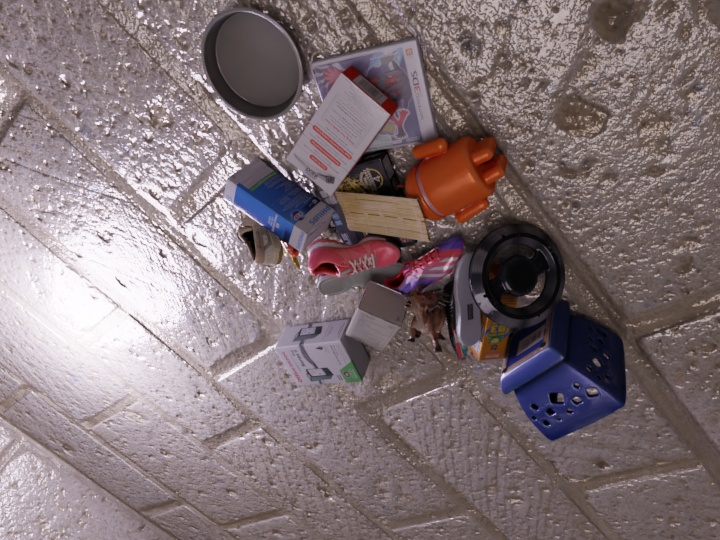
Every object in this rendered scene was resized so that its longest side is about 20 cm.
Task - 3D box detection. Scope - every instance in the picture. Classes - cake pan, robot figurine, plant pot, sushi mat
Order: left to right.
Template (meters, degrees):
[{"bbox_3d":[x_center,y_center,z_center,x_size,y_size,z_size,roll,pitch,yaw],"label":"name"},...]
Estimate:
[{"bbox_3d":[-0.192,-0.376,1.013,0.198,0.037,0.202,10,130,12],"label":"cake pan"},{"bbox_3d":[0.041,-0.105,1.060,0.199,0.012,0.096,11,134,37],"label":"sushi mat"},{"bbox_3d":[0.163,-0.166,1.007,0.199,0.118,0.143,-26,150,34],"label":"robot figurine"},{"bbox_3d":[0.413,0.198,1.163,0.179,0.200,0.200,39,130,-6],"label":"plant pot"}]

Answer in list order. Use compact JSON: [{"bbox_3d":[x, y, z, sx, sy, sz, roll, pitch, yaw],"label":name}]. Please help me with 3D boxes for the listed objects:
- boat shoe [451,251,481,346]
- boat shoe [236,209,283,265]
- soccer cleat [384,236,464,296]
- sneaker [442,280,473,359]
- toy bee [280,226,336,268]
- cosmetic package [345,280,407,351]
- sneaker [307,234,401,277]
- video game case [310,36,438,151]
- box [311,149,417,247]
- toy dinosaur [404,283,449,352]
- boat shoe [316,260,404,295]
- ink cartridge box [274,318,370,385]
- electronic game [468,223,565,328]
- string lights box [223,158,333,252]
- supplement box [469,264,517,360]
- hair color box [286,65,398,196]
[{"bbox_3d":[0.215,0.056,1.144,0.068,0.057,0.202,-5,108,-15],"label":"boat shoe"},{"bbox_3d":[-0.226,-0.087,1.166,0.064,0.201,0.073,-5,136,-32],"label":"boat shoe"},{"bbox_3d":[0.134,-0.007,1.164,0.076,0.067,0.200,28,128,-23],"label":"soccer cleat"},{"bbox_3d":[0.241,0.103,1.239,0.092,0.070,0.202,-14,118,-2],"label":"sneaker"},{"bbox_3d":[-0.154,-0.070,1.200,0.131,0.109,0.200,43,129,-14],"label":"toy bee"},{"bbox_3d":[0.036,0.107,1.250,0.103,0.074,0.200,24,155,0],"label":"cosmetic package"},{"bbox_3d":[-0.015,-0.016,1.136,0.198,0.087,0.074,-3,129,11],"label":"sneaker"},{"bbox_3d":[0.027,-0.306,1.003,0.198,0.023,0.183,-4,126,22],"label":"video game case"},{"bbox_3d":[0.014,-0.131,1.131,0.160,0.049,0.201,-8,123,29],"label":"box"},{"bbox_3d":[0.151,0.089,1.196,0.085,0.200,0.137,9,99,15],"label":"toy dinosaur"},{"bbox_3d":[0.000,0.000,1.229,0.198,0.061,0.076,-8,131,0],"label":"boat shoe"},{"bbox_3d":[-0.097,0.213,1.422,0.198,0.084,0.147,-10,123,27],"label":"ink cartridge box"},{"bbox_3d":[0.303,0.011,1.073,0.199,0.201,0.042,33,174,-9],"label":"electronic game"},{"bbox_3d":[-0.165,-0.135,1.124,0.199,0.103,0.059,35,136,9],"label":"string lights box"},{"bbox_3d":[0.279,0.089,1.163,0.066,0.069,0.202,-3,119,-15],"label":"supplement box"},{"bbox_3d":[-0.035,-0.247,1.001,0.111,0.064,0.200,39,125,-5],"label":"hair color box"}]
